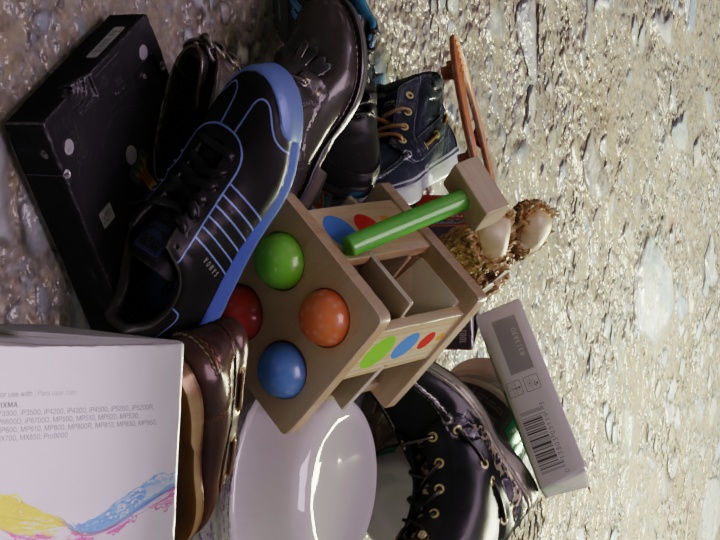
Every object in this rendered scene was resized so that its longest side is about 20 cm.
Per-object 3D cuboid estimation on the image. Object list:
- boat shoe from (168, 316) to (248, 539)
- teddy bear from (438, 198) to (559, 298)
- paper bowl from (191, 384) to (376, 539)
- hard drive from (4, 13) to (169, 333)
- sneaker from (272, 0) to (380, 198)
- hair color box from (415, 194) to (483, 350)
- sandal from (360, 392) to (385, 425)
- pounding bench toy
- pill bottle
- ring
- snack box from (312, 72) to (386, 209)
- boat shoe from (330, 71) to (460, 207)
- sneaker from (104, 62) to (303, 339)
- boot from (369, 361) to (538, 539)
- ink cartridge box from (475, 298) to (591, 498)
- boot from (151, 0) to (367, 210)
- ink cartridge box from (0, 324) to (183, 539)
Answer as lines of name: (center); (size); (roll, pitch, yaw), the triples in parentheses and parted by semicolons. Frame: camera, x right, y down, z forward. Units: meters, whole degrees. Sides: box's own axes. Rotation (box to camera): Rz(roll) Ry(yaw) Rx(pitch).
boat shoe: (-0.111, 0.113, 1.122); (0.070, 0.070, 0.200); (-35, 154, -37)
teddy bear: (0.072, -0.002, 1.324); (0.145, 0.200, 0.067); (-26, 76, -31)
paper bowl: (-0.058, 0.163, 1.269); (0.200, 0.104, 0.202); (-10, 101, -64)
hard drive: (-0.160, -0.053, 1.118); (0.140, 0.038, 0.201); (-58, 141, -43)
sneaker: (-0.021, -0.154, 1.272); (0.073, 0.082, 0.201); (-3, 70, -31)
hair color box: (0.078, -0.002, 1.496); (0.200, 0.064, 0.111); (-58, 147, -79)
sandal: (0.010, 0.035, 1.440); (0.082, 0.054, 0.201); (66, 30, -73)
pounding bench toy: (0.000, 0.000, 1.189); (0.156, 0.124, 0.200); (-8, 144, -55)
pill bottle: (0.084, 0.169, 1.520); (0.200, 0.113, 0.114); (-47, 133, -51)
ring: (0.098, -0.108, 1.449); (0.200, 0.019, 0.201); (-13, 90, -81)
snack box: (-0.028, -0.082, 1.373); (0.200, 0.037, 0.117); (-40, 126, -55)
boat shoe: (0.022, -0.106, 1.363); (0.200, 0.071, 0.091); (-37, 118, -62)
sneaker: (-0.102, -0.041, 1.060); (0.078, 0.070, 0.201); (-6, 122, -58)
boot: (0.053, 0.176, 1.333); (0.204, 0.073, 0.154); (49, 50, -21)
ink cartridge box: (0.157, 0.125, 1.482); (0.200, 0.050, 0.162); (63, 6, -74)
boot: (-0.071, -0.128, 1.162); (0.174, 0.069, 0.201); (30, 73, -61)
ink cartridge box: (-0.198, 0.129, 0.909); (0.144, 0.145, 0.201); (2, 91, -45)
